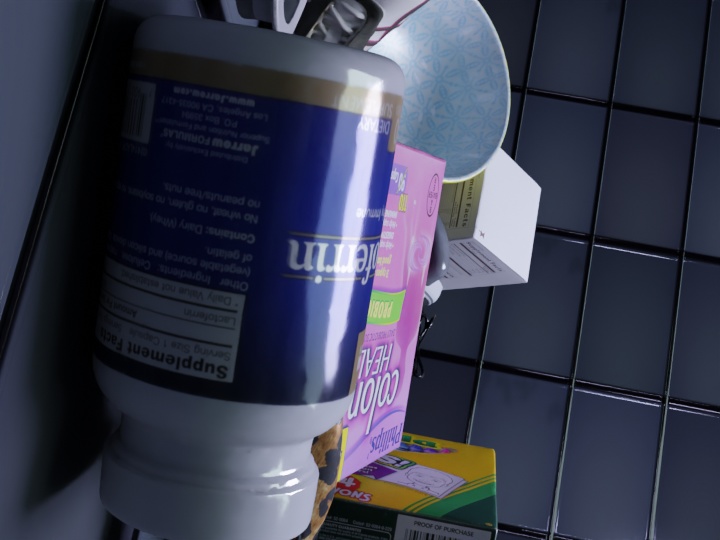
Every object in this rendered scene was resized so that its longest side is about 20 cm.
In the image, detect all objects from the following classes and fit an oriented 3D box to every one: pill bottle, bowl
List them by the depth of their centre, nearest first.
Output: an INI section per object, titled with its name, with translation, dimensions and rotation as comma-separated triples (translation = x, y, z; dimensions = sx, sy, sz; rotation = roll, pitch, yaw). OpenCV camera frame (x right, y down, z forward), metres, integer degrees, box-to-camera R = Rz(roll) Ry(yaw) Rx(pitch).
[pill bottle]
translation = -0.051, 0.004, 0.463
dimensions = 0.116, 0.114, 0.204
rotation = -48, 148, -80
[bowl]
translation = 0.039, -0.176, 1.047
dimensions = 0.107, 0.198, 0.203
rotation = -8, -115, 50

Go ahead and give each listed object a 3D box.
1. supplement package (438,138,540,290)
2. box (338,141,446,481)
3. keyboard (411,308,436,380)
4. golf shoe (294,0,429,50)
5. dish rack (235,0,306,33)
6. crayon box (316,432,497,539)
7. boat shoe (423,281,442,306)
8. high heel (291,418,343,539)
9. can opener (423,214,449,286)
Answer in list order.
[supplement package]
translation = 0.074, -0.050, 1.152
dimensions = 0.109, 0.198, 0.116
rotation = 34, 61, -44
[box]
translation = -0.026, 0.016, 0.678
dimensions = 0.176, 0.095, 0.204
rotation = 1, 100, -72
[keyboard]
translation = 0.017, 0.064, 0.975
dimensions = 0.103, 0.040, 0.201
rotation = -31, -155, 30
[golf shoe]
translation = -0.002, -0.164, 0.688
dimensions = 0.089, 0.077, 0.200
rotation = -61, -169, -12
[dish rack]
translation = -0.039, -0.235, 0.539
dimensions = 0.202, 0.043, 0.173
rotation = 95, 8, -47
[crayon box]
translation = -0.009, 0.150, 0.739
dimensions = 0.173, 0.196, 0.059
rotation = -50, 150, -80
[boat shoe]
translation = 0.000, 0.000, 0.894
dimensions = 0.199, 0.068, 0.057
rotation = 31, 86, -53
[high heel]
translation = -0.068, 0.161, 0.522
dimensions = 0.201, 0.071, 0.143
rotation = -52, -168, 24
[can opener]
translation = 0.010, -0.066, 0.812
dimensions = 0.052, 0.066, 0.202
rotation = 26, 35, -60
